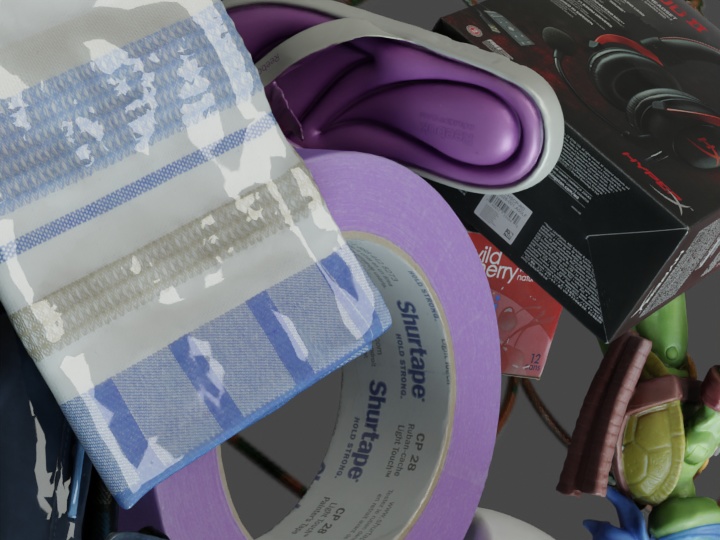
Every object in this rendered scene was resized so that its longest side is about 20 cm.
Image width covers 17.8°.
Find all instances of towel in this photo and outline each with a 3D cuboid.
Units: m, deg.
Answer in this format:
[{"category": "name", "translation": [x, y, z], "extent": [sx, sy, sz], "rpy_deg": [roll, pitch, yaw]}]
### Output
[{"category": "towel", "translation": [-0.079, -0.036, 0.801], "extent": [0.147, 0.024, 0.200], "rpy_deg": [-30, 94, -43]}]

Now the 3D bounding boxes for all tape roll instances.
[{"category": "tape roll", "translation": [-0.030, 0.051, 0.916], "extent": [0.200, 0.066, 0.200], "rpy_deg": [-8, 101, -47]}]

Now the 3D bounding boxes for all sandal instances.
[{"category": "sandal", "translation": [-0.011, -0.076, 1.000], "extent": [0.050, 0.202, 0.083], "rpy_deg": [-32, 125, -60]}]

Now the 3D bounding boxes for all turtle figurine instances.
[{"category": "turtle figurine", "translation": [0.184, 0.043, 1.186], "extent": [0.144, 0.200, 0.194], "rpy_deg": [43, 26, -75]}]

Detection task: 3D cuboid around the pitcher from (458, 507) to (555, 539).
[{"category": "pitcher", "translation": [0.062, 0.215, 0.998], "extent": [0.200, 0.121, 0.172], "rpy_deg": [53, 56, -29]}]

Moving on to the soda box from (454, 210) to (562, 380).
[{"category": "soda box", "translation": [0.000, 0.000, 1.036], "extent": [0.200, 0.063, 0.070], "rpy_deg": [7, 104, -37]}]

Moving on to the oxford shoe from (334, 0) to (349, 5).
[{"category": "oxford shoe", "translation": [0.009, -0.095, 1.123], "extent": [0.200, 0.073, 0.071], "rpy_deg": [50, 42, -15]}]

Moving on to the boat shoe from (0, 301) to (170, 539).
[{"category": "boat shoe", "translation": [-0.098, 0.098, 0.791], "extent": [0.084, 0.069, 0.200], "rpy_deg": [-57, 141, -89]}]

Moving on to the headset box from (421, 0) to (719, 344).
[{"category": "headset box", "translation": [0.124, -0.067, 1.079], "extent": [0.149, 0.075, 0.200], "rpy_deg": [43, 35, 15]}]
